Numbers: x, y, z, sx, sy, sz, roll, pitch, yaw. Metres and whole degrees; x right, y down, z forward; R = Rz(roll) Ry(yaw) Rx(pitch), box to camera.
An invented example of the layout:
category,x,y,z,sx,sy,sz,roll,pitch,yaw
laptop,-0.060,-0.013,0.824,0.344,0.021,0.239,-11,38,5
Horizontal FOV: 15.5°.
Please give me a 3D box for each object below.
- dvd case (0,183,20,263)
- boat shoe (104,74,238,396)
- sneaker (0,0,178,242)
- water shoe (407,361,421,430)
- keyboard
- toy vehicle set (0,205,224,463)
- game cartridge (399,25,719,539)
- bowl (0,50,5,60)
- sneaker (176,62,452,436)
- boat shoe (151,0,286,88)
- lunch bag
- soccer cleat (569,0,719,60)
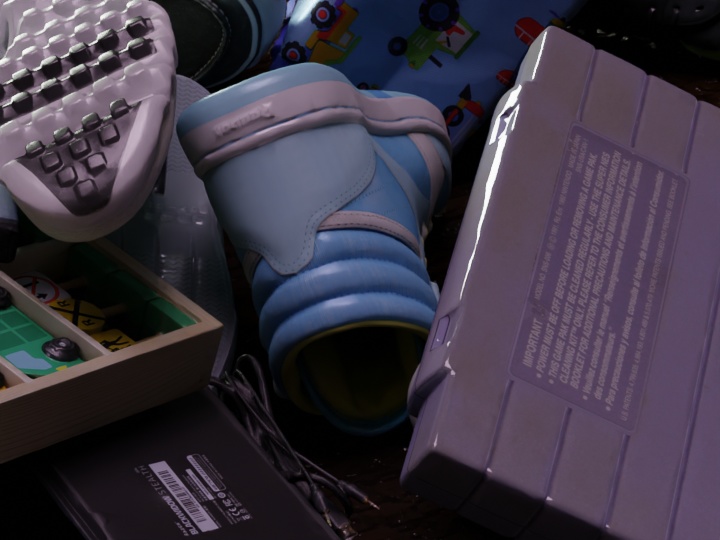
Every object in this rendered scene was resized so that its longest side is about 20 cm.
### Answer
category,x,y,z,sx,sy,sz,roll,pitch,yaw
dvd case,-0.200,-0.067,0.945,0.142,0.018,0.200,7,30,-17
boat shoe,-0.082,0.014,1.002,0.073,0.067,0.200,14,46,-4
sneaker,-0.093,-0.058,0.936,0.075,0.081,0.200,-20,30,3
water shoe,0.076,0.020,0.961,0.079,0.072,0.200,-2,21,47
keyboard,-0.051,0.085,0.877,0.104,0.040,0.200,-11,43,-34
toy vehicle set,-0.160,-0.005,0.903,0.200,0.027,0.124,34,34,30
game cartridge,0.090,0.016,0.884,0.129,0.038,0.200,23,48,-5
bowl,-0.211,-0.033,1.079,0.200,0.091,0.201,-3,28,1
sneaker,0.000,0.000,1.002,0.079,0.131,0.200,-23,-10,18
boat shoe,-0.098,-0.087,1.128,0.071,0.072,0.200,-54,13,-28
lunch bag,0.031,-0.150,1.170,0.151,0.094,0.200,-49,19,14
soccer cleat,0.134,-0.128,1.182,0.199,0.081,0.067,-13,-13,27
